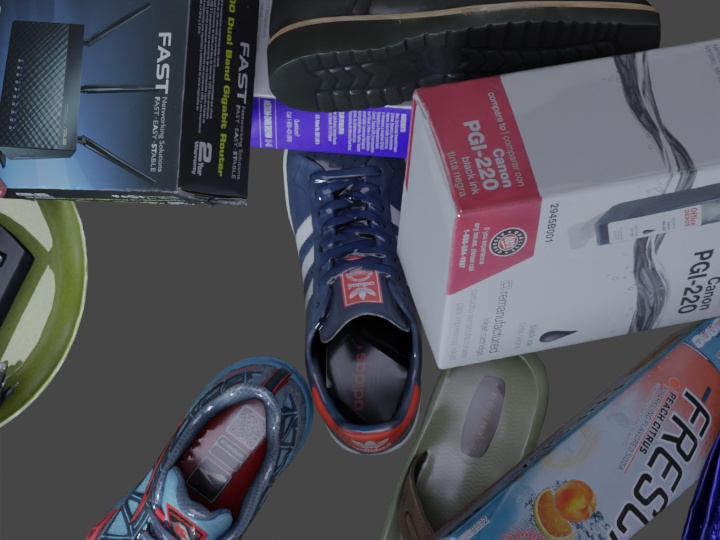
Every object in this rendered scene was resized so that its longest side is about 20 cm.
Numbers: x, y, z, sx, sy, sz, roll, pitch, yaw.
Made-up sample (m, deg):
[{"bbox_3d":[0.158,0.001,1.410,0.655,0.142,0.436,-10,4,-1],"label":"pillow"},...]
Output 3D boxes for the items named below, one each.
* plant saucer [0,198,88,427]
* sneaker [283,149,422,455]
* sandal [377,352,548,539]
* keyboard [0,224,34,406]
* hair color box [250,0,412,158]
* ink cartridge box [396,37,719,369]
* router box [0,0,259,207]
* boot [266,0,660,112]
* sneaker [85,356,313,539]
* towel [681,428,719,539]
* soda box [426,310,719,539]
[{"bbox_3d":[-0.247,0.000,1.506,0.199,0.031,0.201,0,89,2],"label":"plant saucer"},{"bbox_3d":[0.000,0.000,1.469,0.075,0.085,0.200,-10,89,2],"label":"sneaker"},{"bbox_3d":[0.050,0.133,1.479,0.080,0.057,0.201,11,93,3],"label":"sandal"},{"bbox_3d":[-0.240,0.062,1.471,0.104,0.040,0.200,26,92,2],"label":"keyboard"},{"bbox_3d":[0.035,-0.119,1.461,0.199,0.065,0.110,4,64,2],"label":"hair color box"},{"bbox_3d":[0.128,-0.036,1.393,0.200,0.146,0.085,-12,57,-11],"label":"ink cartridge box"},{"bbox_3d":[-0.128,-0.134,1.421,0.150,0.062,0.201,2,88,35],"label":"router box"},{"bbox_3d":[0.049,-0.161,1.410,0.199,0.078,0.139,-2,61,-3],"label":"boot"},{"bbox_3d":[-0.099,0.133,1.466,0.079,0.096,0.200,29,90,3],"label":"sneaker"},{"bbox_3d":[0.272,0.110,1.436,0.200,0.050,0.148,14,91,-25],"label":"towel"},{"bbox_3d":[0.127,0.108,1.440,0.200,0.068,0.064,-39,90,-19],"label":"soda box"}]
